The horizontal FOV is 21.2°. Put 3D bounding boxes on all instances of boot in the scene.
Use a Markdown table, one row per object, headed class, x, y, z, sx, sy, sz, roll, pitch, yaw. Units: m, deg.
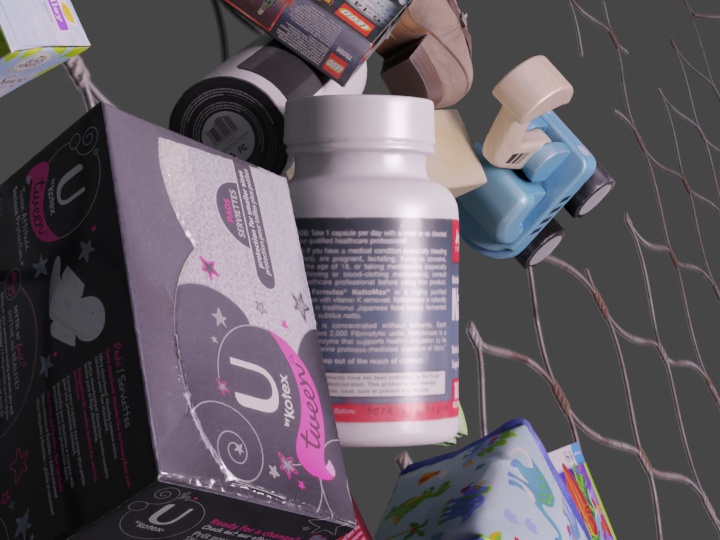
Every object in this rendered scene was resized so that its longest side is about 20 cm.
| class | x | y | z | sx | sy | sz | roll | pitch | yaw |
| --- | --- | --- | --- | --- | --- | --- | --- | --- | --- |
| boot | 0.027 | -0.210 | 1.422 | 0.146 | 0.070 | 0.201 | -61 | 133 | -62 |

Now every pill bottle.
| class | x | y | z | sx | sy | sz | roll | pitch | yaw |
| --- | --- | --- | --- | --- | --- | --- | --- | --- | --- |
| pill bottle | 0.000 | 0.000 | 1.138 | 0.119 | 0.119 | 0.202 | -1 | 91 | -67 |

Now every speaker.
| class | x | y | z | sx | sy | sz | roll | pitch | yaw |
| --- | --- | --- | --- | --- | --- | --- | --- | --- | --- |
| speaker | -0.057 | -0.112 | 1.265 | 0.082 | 0.081 | 0.200 | 62 | 22 | -10 |

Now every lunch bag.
| class | x | y | z | sx | sy | sz | roll | pitch | yaw |
| --- | --- | --- | --- | --- | --- | --- | --- | --- | --- |
| lunch bag | 0.098 | 0.223 | 1.207 | 0.201 | 0.127 | 0.170 | 61 | 24 | -12 |

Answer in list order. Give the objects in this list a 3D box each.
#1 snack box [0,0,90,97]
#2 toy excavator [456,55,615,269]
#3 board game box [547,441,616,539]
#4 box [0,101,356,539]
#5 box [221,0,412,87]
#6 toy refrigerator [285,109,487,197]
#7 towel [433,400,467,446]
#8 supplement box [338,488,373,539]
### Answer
| class | x | y | z | sx | sy | sz | roll | pitch | yaw |
| --- | --- | --- | --- | --- | --- | --- | --- | --- | --- |
| snack box | -0.224 | -0.114 | 0.711 | 0.170 | 0.199 | 0.068 | 66 | 22 | 0 |
| toy excavator | 0.126 | -0.087 | 1.534 | 0.100 | 0.195 | 0.200 | 49 | 27 | 16 |
| board game box | 0.140 | 0.209 | 1.435 | 0.200 | 0.045 | 0.135 | -5 | 72 | -68 |
| box | -0.096 | 0.044 | 0.924 | 0.132 | 0.114 | 0.201 | 20 | 48 | -43 |
| box | -0.066 | -0.211 | 1.285 | 0.199 | 0.040 | 0.137 | 35 | 25 | -2 |
| toy refrigerator | 0.020 | -0.077 | 1.411 | 0.070 | 0.076 | 0.200 | 67 | 22 | 4 |
| towel | 0.021 | 0.042 | 1.322 | 0.200 | 0.030 | 0.150 | 18 | 61 | -62 |
| supplement box | -0.035 | 0.169 | 1.045 | 0.201 | 0.061 | 0.109 | 65 | 22 | 0 |
